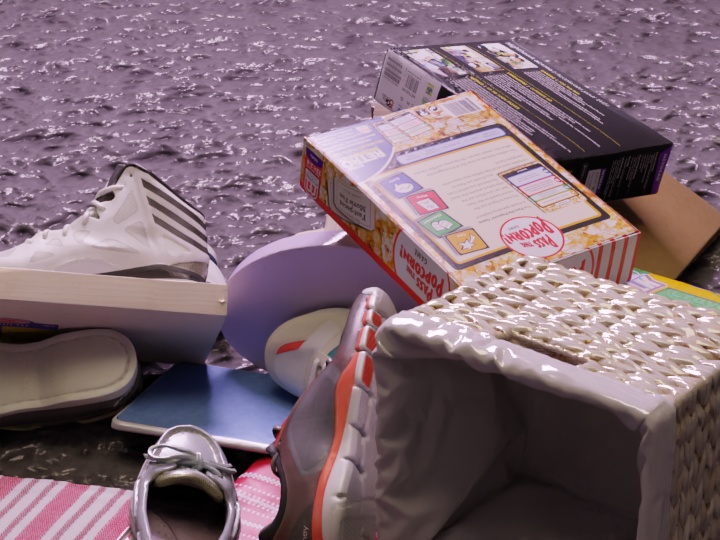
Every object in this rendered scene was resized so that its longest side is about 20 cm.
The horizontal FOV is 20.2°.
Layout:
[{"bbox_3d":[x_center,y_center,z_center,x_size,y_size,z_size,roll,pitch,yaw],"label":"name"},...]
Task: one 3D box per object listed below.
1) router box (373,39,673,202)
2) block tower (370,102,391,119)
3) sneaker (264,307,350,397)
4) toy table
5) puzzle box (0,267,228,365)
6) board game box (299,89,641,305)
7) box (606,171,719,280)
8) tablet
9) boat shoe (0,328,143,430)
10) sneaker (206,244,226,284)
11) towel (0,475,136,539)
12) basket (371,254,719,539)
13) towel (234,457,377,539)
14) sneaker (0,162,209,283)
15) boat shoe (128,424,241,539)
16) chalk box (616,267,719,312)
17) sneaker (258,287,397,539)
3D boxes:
[{"bbox_3d":[0.131,-0.120,1.631,0.148,0.051,0.200,-10,37,-41],"label":"router box"},{"bbox_3d":[0.036,-0.087,1.792,0.057,0.054,0.200,-1,28,0],"label":"block tower"},{"bbox_3d":[0.001,0.079,1.408,0.199,0.071,0.093,16,21,31],"label":"sneaker"},{"bbox_3d":[0.000,0.000,1.514,0.199,0.185,0.117,3,37,27],"label":"toy table"},{"bbox_3d":[-0.203,0.034,1.480,0.198,0.026,0.133,5,-19,-11],"label":"puzzle box"},{"bbox_3d":[0.073,-0.043,1.408,0.151,0.047,0.200,-18,43,-29],"label":"board game box"},{"bbox_3d":[0.205,-0.051,1.658,0.163,0.021,0.200,37,32,10],"label":"box"},{"bbox_3d":[-0.066,0.104,1.461,0.198,0.014,0.130,7,20,17],"label":"tablet"},{"bbox_3d":[-0.259,0.084,1.481,0.200,0.060,0.073,-4,66,2],"label":"boat shoe"},{"bbox_3d":[-0.202,0.022,1.587,0.198,0.077,0.081,-9,38,-10],"label":"sneaker"},{"bbox_3d":[-0.239,0.185,1.318,0.199,0.030,0.146,4,27,24],"label":"towel"},{"bbox_3d":[0.129,0.115,1.247,0.197,0.201,0.161,18,32,32],"label":"basket"},{"bbox_3d":[-0.058,0.188,1.311,0.144,0.023,0.200,12,31,27],"label":"towel"},{"bbox_3d":[-0.212,-0.022,1.539,0.199,0.076,0.116,2,70,-3],"label":"sneaker"},{"bbox_3d":[-0.109,0.157,1.267,0.074,0.065,0.202,14,30,-5],"label":"boat shoe"},{"bbox_3d":[0.185,0.080,1.387,0.199,0.125,0.124,18,33,33],"label":"chalk box"},{"bbox_3d":[-0.024,0.098,1.315,0.081,0.077,0.201,-3,54,26],"label":"sneaker"}]
